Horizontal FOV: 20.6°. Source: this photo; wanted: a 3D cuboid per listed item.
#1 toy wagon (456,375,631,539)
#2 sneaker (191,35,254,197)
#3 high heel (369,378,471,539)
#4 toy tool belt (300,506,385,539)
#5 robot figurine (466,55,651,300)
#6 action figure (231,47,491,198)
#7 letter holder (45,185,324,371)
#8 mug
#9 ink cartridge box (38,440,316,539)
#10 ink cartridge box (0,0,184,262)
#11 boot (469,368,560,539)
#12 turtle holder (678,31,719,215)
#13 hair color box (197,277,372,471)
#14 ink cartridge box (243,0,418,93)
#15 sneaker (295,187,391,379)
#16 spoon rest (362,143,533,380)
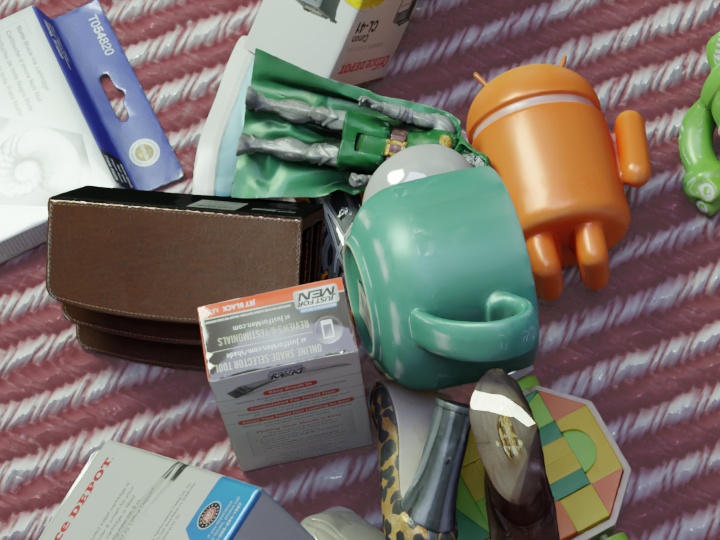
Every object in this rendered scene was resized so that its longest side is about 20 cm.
[{"bbox_3d":[0.107,0.177,1.523,0.199,0.040,0.156,-26,68,-8],"label":"toy wagon"},{"bbox_3d":[-0.085,-0.104,1.636,0.081,0.074,0.201,10,69,10],"label":"sneaker"},{"bbox_3d":[0.031,0.158,1.476,0.071,0.200,0.143,15,90,-12],"label":"high heel"},{"bbox_3d":[0.012,0.277,1.460,0.200,0.125,0.123,37,108,20],"label":"toy tool belt"},{"bbox_3d":[0.151,-0.080,1.589,0.144,0.116,0.201,-32,60,38],"label":"robot figurine"},{"bbox_3d":[0.005,-0.100,1.549,0.199,0.055,0.119,9,96,-1],"label":"action figure"},{"bbox_3d":[-0.137,0.015,1.546,0.199,0.101,0.143,5,98,8],"label":"letter holder"},{"bbox_3d":[0.054,0.006,1.414,0.114,0.185,0.153,-12,80,-8],"label":"mug"},{"bbox_3d":[-0.147,0.220,1.444,0.199,0.084,0.146,10,61,50],"label":"ink cartridge box"},{"bbox_3d":[-0.278,-0.123,1.673,0.199,0.041,0.200,-26,68,-7],"label":"ink cartridge box"},{"bbox_3d":[0.115,0.183,1.390,0.064,0.200,0.187,-13,67,-1],"label":"boot"},{"bbox_3d":[0.341,-0.130,1.584,0.185,0.141,0.132,-23,69,-8],"label":"turtle holder"},{"bbox_3d":[-0.053,0.081,1.486,0.110,0.200,0.064,-11,67,-2],"label":"hair color box"},{"bbox_3d":[0.002,-0.256,1.609,0.085,0.147,0.201,29,110,15],"label":"ink cartridge box"},{"bbox_3d":[0.000,0.000,1.593,0.077,0.078,0.201,-19,64,11],"label":"sneaker"},{"bbox_3d":[0.070,-0.004,1.541,0.099,0.061,0.201,-27,104,-6],"label":"spoon rest"}]
